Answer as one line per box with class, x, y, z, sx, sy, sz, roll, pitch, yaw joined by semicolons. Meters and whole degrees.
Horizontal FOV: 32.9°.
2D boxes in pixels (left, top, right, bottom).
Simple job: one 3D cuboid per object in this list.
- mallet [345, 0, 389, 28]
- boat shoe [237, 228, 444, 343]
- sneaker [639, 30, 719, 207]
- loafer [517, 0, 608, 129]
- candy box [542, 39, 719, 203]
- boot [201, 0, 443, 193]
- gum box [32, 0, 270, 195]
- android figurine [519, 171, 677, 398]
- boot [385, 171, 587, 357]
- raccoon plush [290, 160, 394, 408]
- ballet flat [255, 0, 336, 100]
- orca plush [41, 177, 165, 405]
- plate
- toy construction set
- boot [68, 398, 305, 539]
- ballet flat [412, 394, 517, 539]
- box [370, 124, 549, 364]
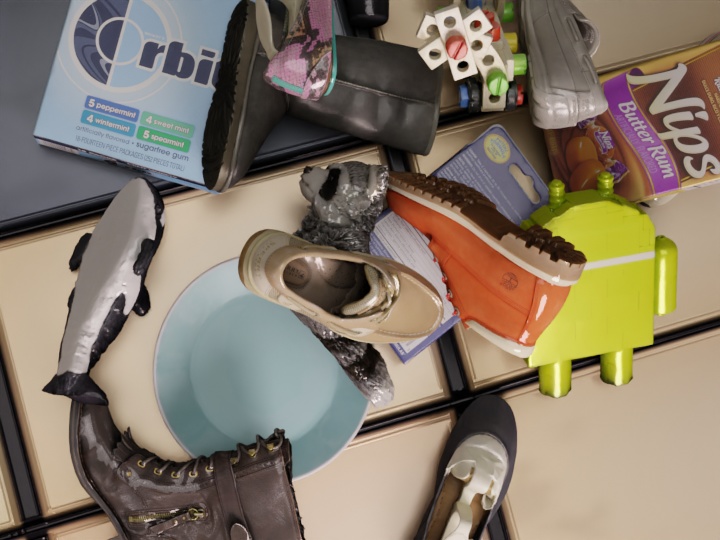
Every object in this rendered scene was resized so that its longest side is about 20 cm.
mallet;0.045;-0.257;1.048;0.041;0.199;0.067;1;90;-30
boat shoe;-0.002;0.019;0.967;0.198;0.065;0.073;20;89;-37
sneaker;0.314;-0.150;1.123;0.070;0.093;0.201;37;81;-3
loafer;0.178;-0.205;1.088;0.069;0.070;0.202;-4;54;3
candy box;0.265;-0.126;1.086;0.197;0.056;0.119;-15;86;23
boot;-0.030;-0.134;1.070;0.198;0.072;0.185;17;83;-27
gum box;-0.180;-0.189;1.081;0.167;0.045;0.203;15;84;-8
android figurine;0.198;0.013;1.080;0.179;0.041;0.203;-11;113;-8
boot;0.086;-0.010;1.034;0.199;0.075;0.108;36;118;30
raccoon plush;0.000;0.000;1.055;0.134;0.097;0.201;-41;121;-11
ballet flat;-0.052;-0.229;1.013;0.070;0.069;0.202;14;55;-16
orca plush;-0.199;0.025;1.044;0.071;0.104;0.203;37;46;-43
plate;-0.084;0.087;1.081;0.197;0.026;0.204;1;85;-7
toy construction set;0.104;-0.217;1.065;0.091;0.201;0.133;5;127;9
boot;-0.141;0.168;1.029;0.172;0.069;0.203;-19;98;4
ballet flat;0.093;0.206;1.073;0.072;0.073;0.202;25;82;-5
box;0.081;-0.025;1.101;0.199;0.032;0.122;-38;91;-2
